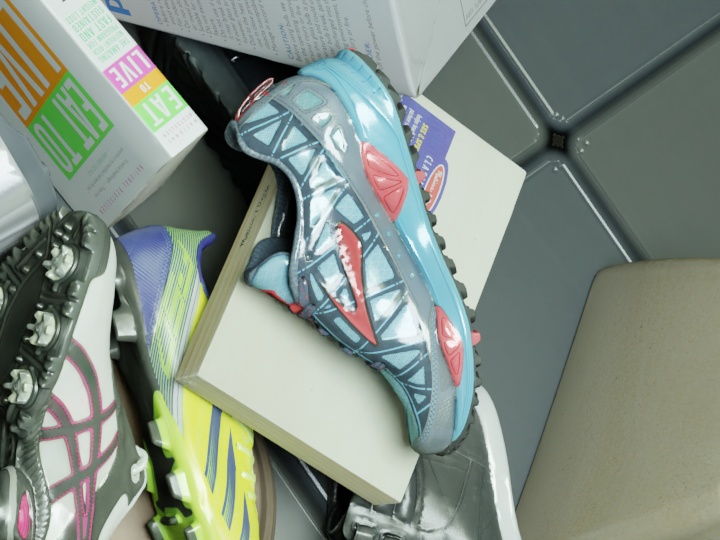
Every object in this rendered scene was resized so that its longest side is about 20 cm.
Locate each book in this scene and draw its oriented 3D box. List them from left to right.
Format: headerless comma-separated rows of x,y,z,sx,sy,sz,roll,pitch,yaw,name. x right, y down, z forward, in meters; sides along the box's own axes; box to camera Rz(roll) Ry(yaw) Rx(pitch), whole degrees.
-0.165,-0.123,1.071,0.048,0.134,0.200,-41,92,-24,book

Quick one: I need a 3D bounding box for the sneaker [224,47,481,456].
-0.009,0.001,1.026,0.095,0.079,0.201,-20,96,-12,sneaker

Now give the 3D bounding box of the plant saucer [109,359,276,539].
-0.135,0.115,1.078,0.199,0.029,0.201,5,75,-18,plant saucer

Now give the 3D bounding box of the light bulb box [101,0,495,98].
-0.017,-0.213,1.089,0.199,0.125,0.198,18,52,29,light bulb box

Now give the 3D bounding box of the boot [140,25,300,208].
0.001,-0.099,1.156,0.168,0.076,0.200,-33,83,-21,boot

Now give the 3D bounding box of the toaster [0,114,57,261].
-0.240,-0.052,1.039,0.129,0.114,0.200,-33,93,-20,toaster

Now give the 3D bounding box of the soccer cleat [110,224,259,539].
-0.075,0.072,1.061,0.083,0.065,0.201,-14,81,-27,soccer cleat

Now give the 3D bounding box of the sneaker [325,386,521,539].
0.036,0.162,1.109,0.099,0.071,0.201,-7,73,-20,sneaker

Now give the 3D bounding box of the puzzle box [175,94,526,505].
0.000,0.000,1.079,0.133,0.025,0.201,34,64,-25,puzzle box

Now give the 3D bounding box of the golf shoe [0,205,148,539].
-0.144,0.069,1.018,0.088,0.077,0.201,11,98,-38,golf shoe

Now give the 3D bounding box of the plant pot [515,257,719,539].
0.220,0.104,1.131,0.199,0.177,0.201,26,69,-12,plant pot
